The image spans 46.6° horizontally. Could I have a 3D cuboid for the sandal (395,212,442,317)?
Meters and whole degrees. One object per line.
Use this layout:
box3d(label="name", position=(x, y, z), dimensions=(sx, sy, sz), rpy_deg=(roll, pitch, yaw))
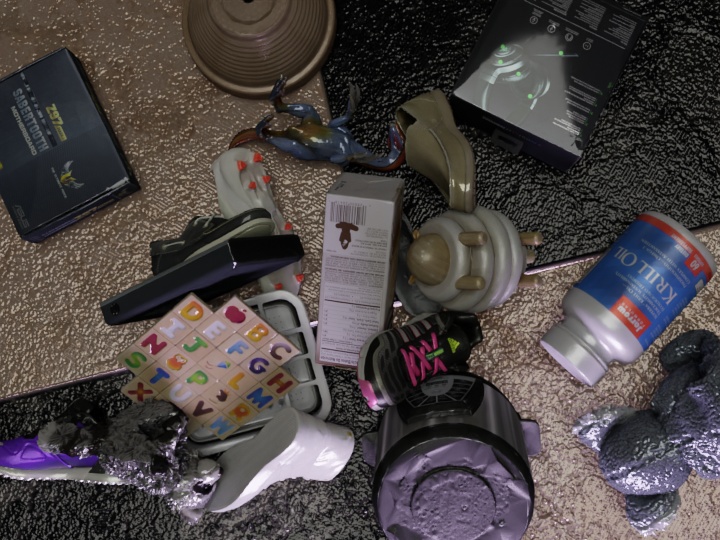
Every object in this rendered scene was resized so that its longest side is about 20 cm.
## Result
box3d(label="sandal", position=(0.039, -0.032, 1.032), dimensions=(0.075, 0.048, 0.201), rpy_deg=(-38, 85, 0))

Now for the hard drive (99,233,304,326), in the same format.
box3d(label="hard drive", position=(-0.179, 0.010, 0.958), dimensions=(0.199, 0.139, 0.033), rpy_deg=(-23, 83, 28))

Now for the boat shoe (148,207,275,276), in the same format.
box3d(label="boat shoe", position=(-0.184, -0.038, 0.999), dimensions=(0.199, 0.072, 0.068), rpy_deg=(-23, 76, 36))

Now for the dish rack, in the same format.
box3d(label="dish rack", position=(-0.146, 0.123, 1.022), dimensions=(0.198, 0.044, 0.173), rpy_deg=(-16, 97, 2))

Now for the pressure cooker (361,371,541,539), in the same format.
box3d(label="pressure cooker", position=(0.099, 0.210, 0.939), dimensions=(0.175, 0.200, 0.179), rpy_deg=(36, 107, -6))

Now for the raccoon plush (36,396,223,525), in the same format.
box3d(label="raccoon plush", position=(-0.260, 0.224, 0.983), dimensions=(0.198, 0.135, 0.097), rpy_deg=(6, 42, 20))

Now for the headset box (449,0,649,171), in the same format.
box3d(label="headset box", position=(0.220, -0.241, 1.017), dimensions=(0.173, 0.093, 0.201), rpy_deg=(26, 87, 4))

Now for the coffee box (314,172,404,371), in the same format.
box3d(label="coffee box", position=(0.000, 0.000, 0.964), dimensions=(0.079, 0.114, 0.202), rpy_deg=(7, 110, 7))

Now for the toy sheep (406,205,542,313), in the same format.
box3d(label="toy sheep", position=(0.136, -0.013, 0.980), dimensions=(0.199, 0.137, 0.139), rpy_deg=(4, 84, -36))

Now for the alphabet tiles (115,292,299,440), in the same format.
box3d(label="alphabet tiles", position=(-0.173, 0.114, 0.952), dimensions=(0.200, 0.006, 0.166), rpy_deg=(-37, 113, 22))

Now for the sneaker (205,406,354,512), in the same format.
box3d(label="sneaker", position=(-0.094, 0.241, 1.004), dimensions=(0.200, 0.115, 0.074), rpy_deg=(-39, 46, 31))

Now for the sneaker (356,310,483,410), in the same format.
box3d(label="sneaker", position=(0.071, 0.088, 0.903), dimensions=(0.087, 0.199, 0.074), rpy_deg=(-16, 96, 35))

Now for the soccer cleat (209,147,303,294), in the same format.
box3d(label="soccer cleat", position=(-0.129, -0.054, 1.042), dimensions=(0.069, 0.077, 0.202), rpy_deg=(-26, 100, -42))

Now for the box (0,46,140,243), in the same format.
box3d(label="box", position=(-0.394, -0.159, 1.065), dimensions=(0.157, 0.051, 0.201), rpy_deg=(-26, 84, 0))

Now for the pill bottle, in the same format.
box3d(label="pill bottle", position=(0.309, 0.037, 0.981), dimensions=(0.112, 0.112, 0.200), rpy_deg=(42, 88, 5))

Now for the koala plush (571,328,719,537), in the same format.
box3d(label="koala plush", position=(0.356, 0.188, 0.948), dimensions=(0.199, 0.184, 0.178), rpy_deg=(-30, 84, 12))

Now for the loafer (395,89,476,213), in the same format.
box3d(label="loafer", position=(0.088, -0.136, 0.982), dimensions=(0.068, 0.076, 0.201), rpy_deg=(-12, 44, -3))

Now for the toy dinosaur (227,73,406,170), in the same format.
box3d(label="toy dinosaur", position=(-0.037, -0.170, 1.049), dimensions=(0.181, 0.199, 0.106), rpy_deg=(26, 70, -29))

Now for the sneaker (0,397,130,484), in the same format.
box3d(label="sneaker", position=(-0.362, 0.205, 1.028), dimensions=(0.198, 0.070, 0.101), rpy_deg=(5, 83, -4))

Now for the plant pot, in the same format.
box3d(label="plant pot", position=(-0.132, -0.323, 1.045), dimensions=(0.199, 0.093, 0.203), rpy_deg=(0, 86, 4))
